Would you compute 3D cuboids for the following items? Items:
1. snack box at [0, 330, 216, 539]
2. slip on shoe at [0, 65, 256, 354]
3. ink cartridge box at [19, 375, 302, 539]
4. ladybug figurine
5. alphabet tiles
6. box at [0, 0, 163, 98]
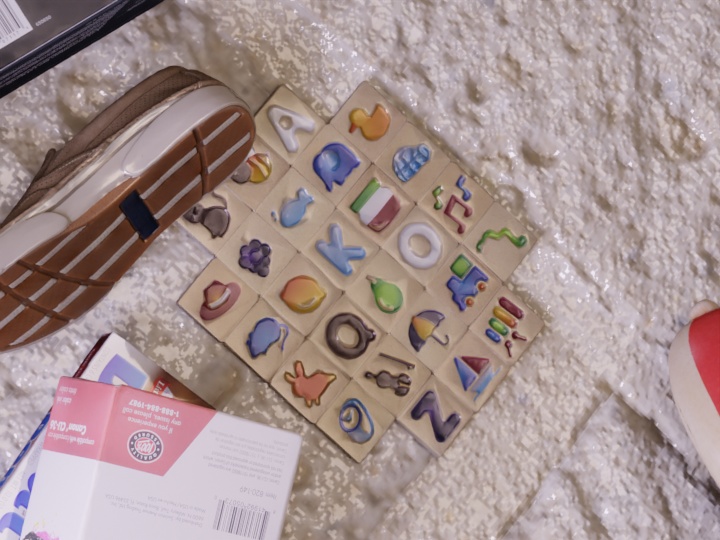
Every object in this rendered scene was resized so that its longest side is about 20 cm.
[{"bbox_3d":[-0.158,0.133,1.360,0.072,0.024,0.200,38,72,-13],"label":"snack box"},{"bbox_3d":[-0.146,-0.035,1.374,0.200,0.076,0.061,-42,56,-11],"label":"slip on shoe"},{"bbox_3d":[-0.113,0.164,1.328,0.116,0.067,0.201,18,82,-32],"label":"ink cartridge box"},{"bbox_3d":[0.249,0.091,1.447,0.200,0.072,0.136,51,39,13],"label":"ladybug figurine"},{"bbox_3d":[0.000,0.000,1.443,0.200,0.006,0.167,42,72,-9],"label":"alphabet tiles"},{"bbox_3d":[-0.146,-0.158,1.347,0.200,0.141,0.079,-34,91,-20],"label":"box"}]
